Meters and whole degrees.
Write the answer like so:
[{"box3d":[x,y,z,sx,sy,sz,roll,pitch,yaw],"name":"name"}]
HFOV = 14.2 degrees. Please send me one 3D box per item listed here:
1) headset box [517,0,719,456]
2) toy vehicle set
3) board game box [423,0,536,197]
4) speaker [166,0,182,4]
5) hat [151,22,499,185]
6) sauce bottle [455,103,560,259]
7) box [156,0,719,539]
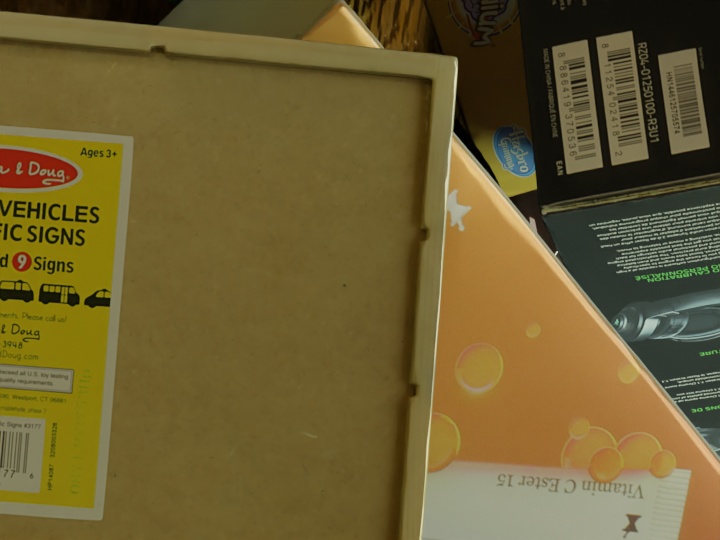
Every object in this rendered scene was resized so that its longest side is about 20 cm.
[{"box3d":[0.104,-0.057,0.811,0.200,0.092,0.175,59,24,-60],"name":"headset box"},{"box3d":[-0.081,0.006,0.642,0.027,0.199,0.125,113,-17,-85],"name":"toy vehicle set"},{"box3d":[0.024,-0.145,0.883,0.154,0.040,0.201,-100,172,-45],"name":"board game box"},{"box3d":[-0.076,-0.122,0.744,0.200,0.088,0.089,10,83,-61],"name":"speaker"},{"box3d":[0.000,0.000,0.843,0.200,0.081,0.202,33,48,-44],"name":"hat"},{"box3d":[0.061,-0.054,1.012,0.066,0.066,0.201,32,62,-57],"name":"sauce bottle"},{"box3d":[-0.003,0.038,0.738,0.124,0.097,0.200,-43,111,-4],"name":"box"}]
